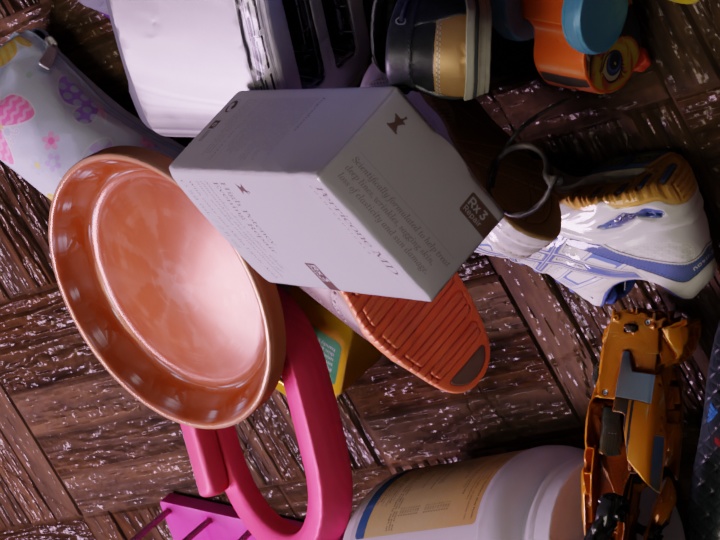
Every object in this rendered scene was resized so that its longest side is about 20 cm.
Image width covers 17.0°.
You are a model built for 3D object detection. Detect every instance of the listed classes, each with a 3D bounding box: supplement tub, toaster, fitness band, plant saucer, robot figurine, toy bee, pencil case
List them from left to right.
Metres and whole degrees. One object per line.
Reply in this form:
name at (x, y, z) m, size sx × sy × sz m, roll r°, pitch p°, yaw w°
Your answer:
pencil case at (-0.182, -0.082, 1.663) m, size 0.200 × 0.083 × 0.091 m, roll 39°, pitch 96°, yaw 16°
plant saucer at (-0.125, 0.010, 1.579) m, size 0.200 × 0.032 × 0.201 m, roll 25°, pitch 130°, yaw 32°
toaster at (-0.077, -0.170, 1.466) m, size 0.129 × 0.114 × 0.200 m, roll 11°, pitch 127°, yaw 34°
fitness band at (-0.067, 0.099, 1.626) m, size 0.143 × 0.037 × 0.201 m, roll -5°, pitch 103°, yaw 50°
supplement tub at (0.098, 0.191, 1.559) m, size 0.200 × 0.145 × 0.145 m, roll -15°, pitch 110°, yaw 49°
toy bee at (0.118, -0.143, 1.323) m, size 0.131 × 0.109 × 0.200 m, roll 38°, pitch 117°, yaw 29°
robot figurine at (0.160, 0.123, 1.407) m, size 0.058 × 0.145 × 0.201 m, roll 6°, pitch 92°, yaw 14°

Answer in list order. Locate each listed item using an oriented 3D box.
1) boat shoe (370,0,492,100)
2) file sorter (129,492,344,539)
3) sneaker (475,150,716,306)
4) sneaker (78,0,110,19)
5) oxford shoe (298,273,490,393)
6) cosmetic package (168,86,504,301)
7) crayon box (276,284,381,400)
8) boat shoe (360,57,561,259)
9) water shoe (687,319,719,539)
boat shoe at (0.036, -0.140, 1.332) m, size 0.062 × 0.200 × 0.075 m, roll -1°, pitch 109°, yaw -1°
file sorter at (-0.095, 0.276, 1.833) m, size 0.200 × 0.125 × 0.139 m, roll 7°, pitch 126°, yaw 41°
sneaker at (0.120, -0.015, 1.428) m, size 0.200 × 0.075 × 0.088 m, roll 1°, pitch 123°, yaw 46°
sneaker at (-0.196, -0.218, 1.576) m, size 0.200 × 0.074 × 0.088 m, roll 44°, pitch 151°, yaw 11°
oxford shoe at (0.000, 0.000, 1.500) m, size 0.200 × 0.071 × 0.073 m, roll 46°, pitch 162°, yaw -4°
cosmetic package at (-0.018, -0.045, 1.349) m, size 0.102 × 0.074 × 0.200 m, roll 47°, pitch 163°, yaw -21°
crayon box at (-0.040, -0.006, 1.610) m, size 0.126 × 0.052 × 0.200 m, roll 33°, pitch 138°, yaw 21°
boat shoe at (0.051, -0.058, 1.401) m, size 0.069 × 0.071 × 0.200 m, roll -56°, pitch 38°, yaw 20°
water shoe at (0.246, 0.084, 1.401) m, size 0.072 × 0.079 × 0.200 m, roll -122°, pitch 39°, yaw -61°
